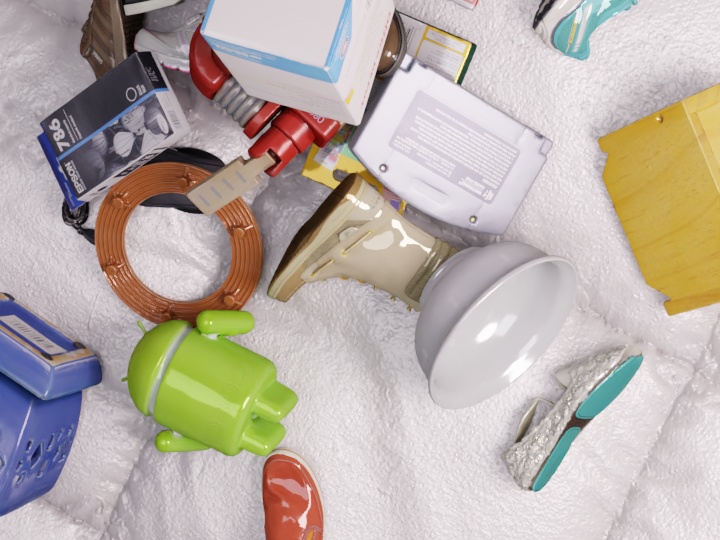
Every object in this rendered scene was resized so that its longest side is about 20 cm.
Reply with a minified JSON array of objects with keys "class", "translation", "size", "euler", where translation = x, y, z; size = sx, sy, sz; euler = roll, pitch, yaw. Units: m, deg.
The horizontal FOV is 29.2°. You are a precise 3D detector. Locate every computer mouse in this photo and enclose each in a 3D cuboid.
[{"class":"computer mouse","translation":[-0.252,-0.083,1.566],"size":[0.197,0.046,0.142],"euler":[17,98,10]}]

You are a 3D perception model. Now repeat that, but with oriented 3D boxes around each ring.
[{"class":"ring","translation":[-0.206,-0.023,1.550],"size":[0.197,0.019,0.203],"euler":[5,113,11]}]

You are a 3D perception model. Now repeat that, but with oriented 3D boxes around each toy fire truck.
[{"class":"toy fire truck","translation":[-0.121,-0.166,1.426],"size":[0.176,0.129,0.200],"euler":[43,82,-3]}]

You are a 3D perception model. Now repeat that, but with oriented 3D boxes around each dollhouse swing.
[{"class":"dollhouse swing","translation":[0.388,-0.091,1.430],"size":[0.181,0.175,0.202],"euler":[-23,92,55]}]

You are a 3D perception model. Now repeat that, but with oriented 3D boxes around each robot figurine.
[{"class":"robot figurine","translation":[-0.172,0.130,1.535],"size":[0.198,0.116,0.178],"euler":[24,109,9]}]

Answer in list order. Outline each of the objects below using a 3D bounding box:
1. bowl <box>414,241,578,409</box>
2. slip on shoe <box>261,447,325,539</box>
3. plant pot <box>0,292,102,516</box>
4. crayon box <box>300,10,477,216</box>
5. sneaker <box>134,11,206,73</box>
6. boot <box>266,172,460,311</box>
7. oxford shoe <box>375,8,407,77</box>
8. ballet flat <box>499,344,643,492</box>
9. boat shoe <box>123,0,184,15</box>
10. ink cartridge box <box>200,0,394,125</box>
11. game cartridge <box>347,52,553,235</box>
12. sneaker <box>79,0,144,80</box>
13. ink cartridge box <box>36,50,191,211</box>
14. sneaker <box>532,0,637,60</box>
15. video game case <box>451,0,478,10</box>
[{"class":"bowl","translation":[0.125,0.041,1.441],"size":[0.202,0.200,0.090],"euler":[-52,57,12]},{"class":"slip on shoe","translation":[-0.079,0.301,1.562],"size":[0.073,0.061,0.203],"euler":[-2,94,14]},{"class":"plant pot","translation":[-0.415,0.139,1.554],"size":[0.199,0.200,0.181],"euler":[33,96,8]},{"class":"crayon box","translation":[0.030,-0.173,1.491],"size":[0.124,0.052,0.202],"euler":[24,100,9]},{"class":"sneaker","translation":[-0.149,-0.257,1.512],"size":[0.197,0.081,0.090],"euler":[4,96,4]},{"class":"boot","translation":[0.000,0.000,1.499],"size":[0.154,0.073,0.200],"euler":[33,130,-13]},{"class":"oxford shoe","translation":[-0.022,-0.271,1.428],"size":[0.073,0.084,0.201],"euler":[-52,53,21]},{"class":"ballet flat","translation":[0.218,0.147,1.480],"size":[0.071,0.072,0.201],"euler":[38,102,6]},{"class":"boat shoe","translation":[-0.166,-0.331,1.492],"size":[0.196,0.075,0.067],"euler":[-14,103,5]},{"class":"ink cartridge box","translation":[-0.051,-0.228,1.285],"size":[0.124,0.200,0.130],"euler":[16,82,11]},{"class":"game cartridge","translation":[0.091,-0.124,1.449],"size":[0.198,0.041,0.134],"euler":[28,94,-20]},{"class":"sneaker","translation":[-0.284,-0.268,1.541],"size":[0.074,0.070,0.203],"euler":[-1,94,19]},{"class":"ink cartridge box","translation":[-0.282,-0.148,1.512],"size":[0.199,0.039,0.100],"euler":[-30,86,30]},{"class":"sneaker","translation":[0.261,-0.309,1.426],"size":[0.079,0.078,0.201],"euler":[34,108,-13]},{"class":"video game case","translation":[0.100,-0.399,1.468],"size":[0.142,0.017,0.202],"euler":[27,101,9]}]
